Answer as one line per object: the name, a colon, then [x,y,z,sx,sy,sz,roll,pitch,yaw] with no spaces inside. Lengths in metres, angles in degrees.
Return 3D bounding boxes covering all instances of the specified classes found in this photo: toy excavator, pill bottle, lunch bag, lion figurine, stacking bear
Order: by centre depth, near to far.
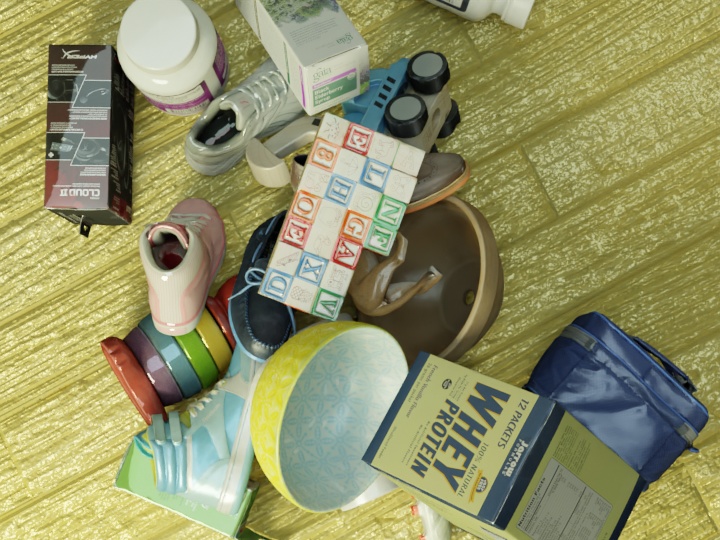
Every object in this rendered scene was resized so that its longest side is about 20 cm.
lion figurine: [0.000,0.000,1.652,0.123,0.200,0.072,-47,126,2]
lunch bag: [0.292,0.142,1.659,0.200,0.136,0.133,41,88,1]
pill bottle: [-0.210,-0.243,1.667,0.111,0.200,0.114,0,85,1]
pill bottle: [-0.023,0.160,1.675,0.110,0.111,0.202,-24,85,-1]
stacking bear: [-0.181,0.076,1.688,0.199,0.114,0.122,-33,106,-13]
toy excavator: [-0.008,-0.163,1.707,0.198,0.100,0.196,13,59,25]
pill bottle: [0.112,-0.354,1.716,0.198,0.111,0.112,24,86,2]

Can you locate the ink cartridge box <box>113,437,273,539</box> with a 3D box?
ink cartridge box: [-0.168,0.250,1.674,0.198,0.104,0.060,23,87,3]

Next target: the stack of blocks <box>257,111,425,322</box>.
stack of blocks: [-0.020,-0.050,1.573,0.114,0.059,0.202,21,87,-5]

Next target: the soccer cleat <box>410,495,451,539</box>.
soccer cleat: [0.089,0.222,1.692,0.077,0.069,0.202,-8,82,-3]

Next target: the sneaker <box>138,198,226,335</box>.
sneaker: [-0.195,-0.034,1.653,0.074,0.105,0.201,0,43,6]

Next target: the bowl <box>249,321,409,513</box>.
bowl: [-0.051,0.137,1.552,0.107,0.200,0.202,20,85,39]

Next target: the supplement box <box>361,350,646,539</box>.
supplement box: [0.150,0.208,1.559,0.199,0.200,0.135,18,74,46]

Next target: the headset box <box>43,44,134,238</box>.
headset box: [-0.303,-0.139,1.686,0.076,0.149,0.203,2,86,2]

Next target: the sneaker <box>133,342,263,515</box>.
sneaker: [-0.172,0.152,1.608,0.129,0.080,0.202,11,67,-4]

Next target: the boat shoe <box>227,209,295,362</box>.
boat shoe: [-0.103,0.009,1.640,0.083,0.069,0.201,18,42,-24]

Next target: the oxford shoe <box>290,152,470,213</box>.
oxford shoe: [0.021,-0.107,1.632,0.198,0.072,0.073,-10,128,1]

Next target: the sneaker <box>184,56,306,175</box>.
sneaker: [-0.120,-0.187,1.711,0.200,0.099,0.078,-44,86,-3]

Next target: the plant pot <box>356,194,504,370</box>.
plant pot: [0.094,0.022,1.674,0.092,0.200,0.203,19,84,-41]

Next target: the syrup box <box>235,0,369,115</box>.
syrup box: [-0.069,-0.276,1.682,0.078,0.082,0.201,-24,58,-14]
